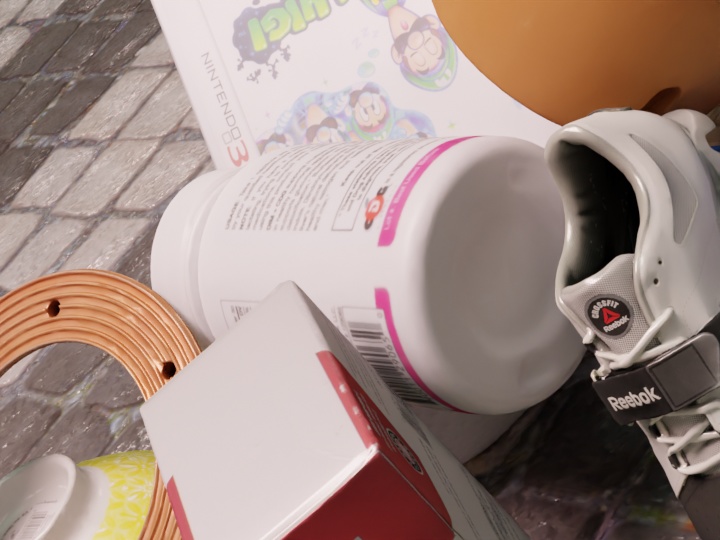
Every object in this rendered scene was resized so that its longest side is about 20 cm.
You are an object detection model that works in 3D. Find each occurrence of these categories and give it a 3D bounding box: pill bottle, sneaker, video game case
[{"bbox_3d":[0.000,0.000,0.870,0.199,0.114,0.114,2,48,51],"label":"pill bottle"},{"bbox_3d":[0.116,0.031,0.764,0.074,0.088,0.201,-34,65,42],"label":"sneaker"},{"bbox_3d":[0.008,-0.100,0.971,0.199,0.183,0.024,-26,-10,23],"label":"video game case"}]

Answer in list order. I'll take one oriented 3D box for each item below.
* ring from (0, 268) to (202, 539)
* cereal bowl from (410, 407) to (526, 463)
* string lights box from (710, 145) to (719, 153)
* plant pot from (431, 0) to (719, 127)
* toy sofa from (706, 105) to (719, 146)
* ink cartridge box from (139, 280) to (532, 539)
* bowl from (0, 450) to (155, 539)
[{"bbox_3d":[-0.141,0.098,0.918,0.199,0.019,0.202,-11,70,33],"label":"ring"},{"bbox_3d":[0.027,0.040,0.989,0.199,0.083,0.201,-29,30,18],"label":"cereal bowl"},{"bbox_3d":[0.183,0.000,0.836,0.199,0.103,0.059,-2,46,49],"label":"string lights box"},{"bbox_3d":[0.118,-0.150,0.839,0.140,0.199,0.201,-57,13,38],"label":"plant pot"},{"bbox_3d":[0.243,-0.048,0.857,0.199,0.083,0.098,-2,41,49],"label":"toy sofa"},{"bbox_3d":[0.018,0.121,0.755,0.083,0.200,0.147,-40,27,4],"label":"ink cartridge box"},{"bbox_3d":[-0.142,0.157,0.995,0.199,0.108,0.201,-29,29,17],"label":"bowl"}]
